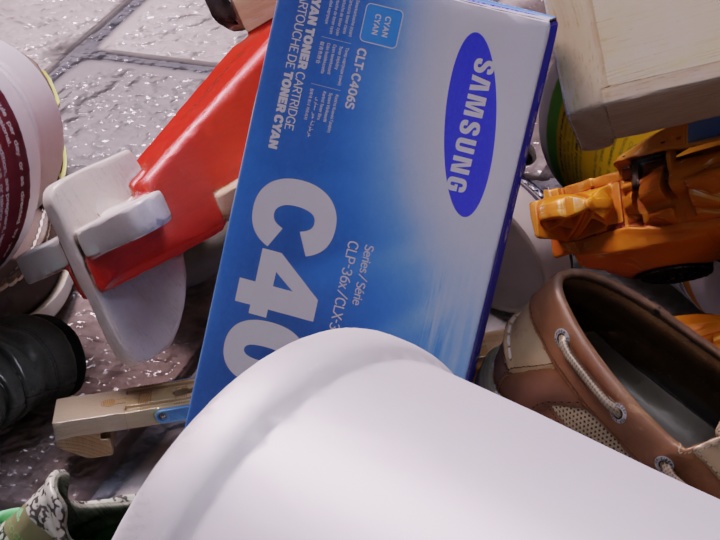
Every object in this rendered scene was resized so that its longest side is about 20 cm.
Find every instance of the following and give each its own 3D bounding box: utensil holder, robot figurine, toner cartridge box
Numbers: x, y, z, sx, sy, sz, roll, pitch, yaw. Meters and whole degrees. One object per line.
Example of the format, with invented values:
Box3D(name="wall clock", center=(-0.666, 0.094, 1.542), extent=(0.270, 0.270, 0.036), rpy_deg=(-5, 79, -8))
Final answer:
Box3D(name="utensil holder", center=(0.049, 0.129, 0.543), extent=(0.199, 0.171, 0.170), rpy_deg=(24, 39, 33))
Box3D(name="robot figurine", center=(0.160, -0.002, 0.739), extent=(0.199, 0.146, 0.058), rpy_deg=(-16, -17, 35))
Box3D(name="toner cartridge box", center=(0.000, 0.000, 0.715), extent=(0.094, 0.202, 0.043), rpy_deg=(14, 10, 7))

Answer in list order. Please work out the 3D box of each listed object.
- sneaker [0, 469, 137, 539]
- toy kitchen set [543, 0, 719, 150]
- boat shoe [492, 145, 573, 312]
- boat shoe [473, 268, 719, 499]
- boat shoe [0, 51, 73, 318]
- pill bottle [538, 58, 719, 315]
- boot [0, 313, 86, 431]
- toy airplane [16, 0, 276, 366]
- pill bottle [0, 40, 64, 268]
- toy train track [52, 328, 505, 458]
Box3D(name="sneaker", center=(-0.112, 0.102, 0.673), extent=(0.198, 0.089, 0.077), rpy_deg=(-10, 31, -12))
Box3D(name="toy kitchen set", center=(0.076, -0.113, 0.825), extent=(0.162, 0.200, 0.182), rpy_deg=(-13, 73, 10))
Box3D(name="boat shoe", center=(0.053, -0.052, 0.934), extent=(0.092, 0.075, 0.200), rpy_deg=(-27, 37, -24))
Box3D(name="boat shoe", center=(0.130, 0.069, 0.688), extent=(0.199, 0.072, 0.076), rpy_deg=(30, 40, 12))
Box3D(name="boat shoe", center=(-0.167, -0.038, 0.943), extent=(0.071, 0.060, 0.201), rpy_deg=(-4, 30, -3))
Box3D(name="pill bottle", center=(0.168, -0.036, 0.865), extent=(0.110, 0.112, 0.200), rpy_deg=(-14, 33, -20))
Box3D(name="boot", center=(-0.220, 0.045, 0.821), extent=(0.198, 0.068, 0.131), rpy_deg=(11, 23, 17))
Box3D(name="toy airplane", center=(-0.040, -0.031, 0.839), extent=(0.199, 0.141, 0.200), rpy_deg=(-39, 19, 9))
Box3D(name="pill bottle", center=(-0.191, -0.031, 0.778), extent=(0.112, 0.114, 0.200), rpy_deg=(7, 19, 16))
Box3D(name="toy train track", center=(-0.019, 0.054, 0.801), extent=(0.198, 0.033, 0.115), rpy_deg=(-8, 21, -1))
